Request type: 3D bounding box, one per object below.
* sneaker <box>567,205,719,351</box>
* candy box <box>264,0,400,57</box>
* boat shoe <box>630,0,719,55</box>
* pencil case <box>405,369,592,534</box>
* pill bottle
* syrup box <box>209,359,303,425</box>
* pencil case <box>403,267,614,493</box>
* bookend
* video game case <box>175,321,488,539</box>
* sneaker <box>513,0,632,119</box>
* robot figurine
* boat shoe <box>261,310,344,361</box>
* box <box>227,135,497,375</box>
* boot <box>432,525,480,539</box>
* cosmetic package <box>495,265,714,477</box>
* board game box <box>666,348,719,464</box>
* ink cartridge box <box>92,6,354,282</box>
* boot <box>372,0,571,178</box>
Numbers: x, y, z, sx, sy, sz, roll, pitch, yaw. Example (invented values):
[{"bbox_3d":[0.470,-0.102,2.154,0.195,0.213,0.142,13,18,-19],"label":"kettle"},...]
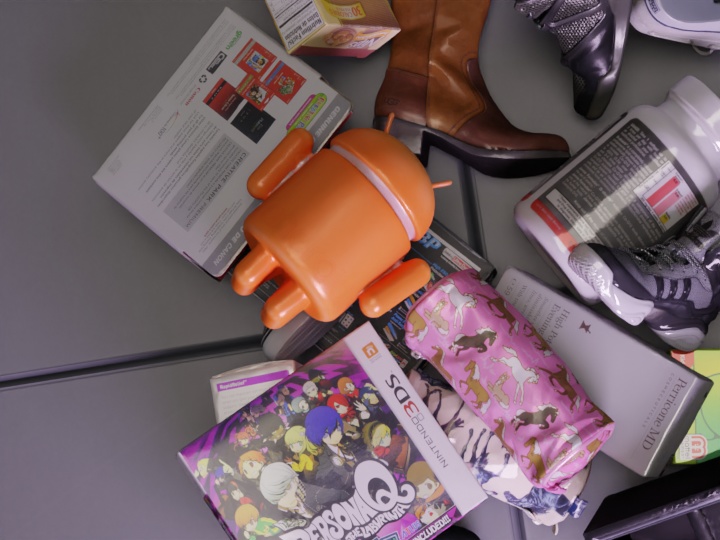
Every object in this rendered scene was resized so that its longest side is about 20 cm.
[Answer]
[{"bbox_3d":[0.258,-0.009,1.605,0.114,0.199,0.076,-51,50,10],"label":"sneaker"},{"bbox_3d":[-0.052,-0.292,1.711,0.055,0.115,0.202,-34,74,34],"label":"candy box"},{"bbox_3d":[0.329,-0.226,1.710,0.200,0.086,0.075,-1,78,-25],"label":"boat shoe"},{"bbox_3d":[0.106,0.157,1.664,0.198,0.078,0.090,22,81,-8],"label":"pencil case"},{"bbox_3d":[0.243,-0.073,1.677,0.200,0.116,0.116,-40,83,0],"label":"pill bottle"},{"bbox_3d":[-0.069,0.184,1.636,0.081,0.079,0.202,-11,80,8],"label":"syrup box"},{"bbox_3d":[0.125,0.094,1.608,0.082,0.087,0.200,-27,67,-41],"label":"pencil case"},{"bbox_3d":[0.320,0.262,1.582,0.197,0.092,0.202,-22,95,24],"label":"bookend"},{"bbox_3d":[-0.023,0.172,1.577,0.199,0.036,0.182,-33,84,-13],"label":"video game case"},{"bbox_3d":[0.182,-0.223,1.674,0.113,0.201,0.077,4,47,5],"label":"sneaker"},{"bbox_3d":[-0.018,-0.037,1.589,0.200,0.117,0.144,-43,50,-11],"label":"robot figurine"},{"bbox_3d":[-0.031,-0.008,1.678,0.071,0.072,0.200,36,78,15],"label":"boat shoe"},{"bbox_3d":[0.000,0.000,1.725,0.199,0.046,0.159,38,89,8],"label":"box"},{"bbox_3d":[0.008,0.200,1.697,0.196,0.073,0.164,-8,78,2],"label":"boot"},{"bbox_3d":[0.197,0.089,1.661,0.199,0.074,0.102,30,95,22],"label":"cosmetic package"},{"bbox_3d":[0.373,0.120,1.681,0.198,0.048,0.103,-1,84,5],"label":"board game box"},{"bbox_3d":[-0.109,-0.102,1.699,0.175,0.084,0.201,39,89,29],"label":"ink cartridge box"},{"bbox_3d":[0.109,-0.191,1.740,0.186,0.068,0.202,5,77,13],"label":"boot"}]
